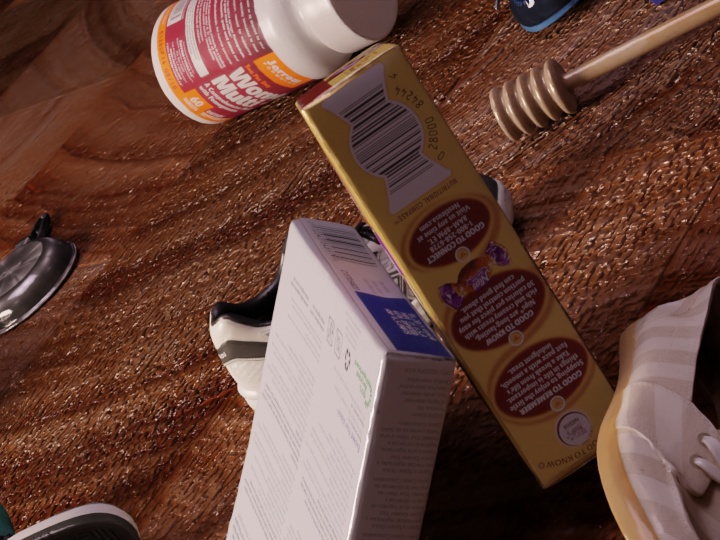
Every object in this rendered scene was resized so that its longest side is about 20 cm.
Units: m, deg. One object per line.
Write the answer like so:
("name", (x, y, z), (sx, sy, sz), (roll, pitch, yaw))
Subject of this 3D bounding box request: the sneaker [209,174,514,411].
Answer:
("sneaker", (0.000, 0.000, 1.102), (0.200, 0.088, 0.076), (-40, 21, -5))

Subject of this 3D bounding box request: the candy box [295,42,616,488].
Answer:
("candy box", (0.045, -0.006, 0.869), (0.056, 0.201, 0.117), (-34, 7, 1))

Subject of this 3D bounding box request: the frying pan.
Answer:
("frying pan", (-0.281, -0.013, 1.636), (0.114, 0.031, 0.191), (-21, 32, 34))

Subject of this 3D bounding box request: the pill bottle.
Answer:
("pill bottle", (-0.071, -0.200, 1.548), (0.199, 0.110, 0.110), (-18, 30, 41))

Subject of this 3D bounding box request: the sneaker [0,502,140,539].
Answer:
("sneaker", (-0.212, 0.172, 1.123), (0.199, 0.084, 0.121), (-34, 33, 16))

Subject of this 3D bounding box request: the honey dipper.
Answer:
("honey dipper", (0.174, -0.137, 1.165), (0.199, 0.038, 0.038), (-25, 26, 22))

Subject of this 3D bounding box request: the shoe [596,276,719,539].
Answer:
("shoe", (0.140, 0.067, 0.787), (0.053, 0.070, 0.201), (-37, 19, 25))

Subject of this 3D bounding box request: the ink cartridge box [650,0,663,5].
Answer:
("ink cartridge box", (0.167, -0.235, 1.265), (0.037, 0.095, 0.200), (-44, 21, 11))

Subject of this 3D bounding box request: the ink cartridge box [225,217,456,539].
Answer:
("ink cartridge box", (-0.016, 0.099, 0.919), (0.200, 0.040, 0.202), (-126, 47, -66))

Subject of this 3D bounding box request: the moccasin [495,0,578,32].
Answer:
("moccasin", (0.122, -0.236, 1.372), (0.080, 0.068, 0.201), (-33, 23, 16))
